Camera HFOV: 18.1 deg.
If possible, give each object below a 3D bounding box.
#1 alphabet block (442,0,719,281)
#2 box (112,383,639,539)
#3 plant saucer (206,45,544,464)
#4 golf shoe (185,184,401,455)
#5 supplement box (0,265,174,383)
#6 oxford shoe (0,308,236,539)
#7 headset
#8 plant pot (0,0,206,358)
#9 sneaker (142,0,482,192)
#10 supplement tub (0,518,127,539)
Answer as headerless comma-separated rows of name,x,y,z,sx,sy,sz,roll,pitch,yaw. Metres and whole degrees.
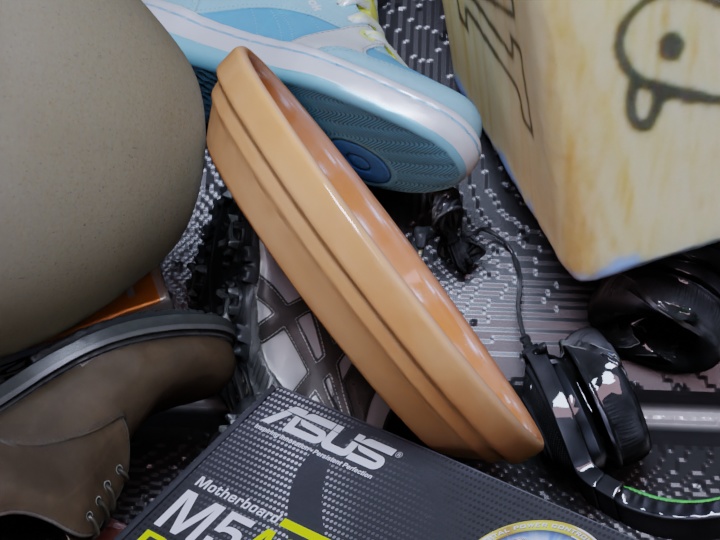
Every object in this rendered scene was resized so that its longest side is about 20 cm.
alphabet block,0.137,-0.148,0.953,0.195,0.200,0.196,-18,36,-7
box,-0.007,0.135,0.824,0.200,0.044,0.160,21,53,37
plant saucer,0.000,0.000,0.897,0.037,0.200,0.200,-38,73,4
golf shoe,-0.025,0.038,0.997,0.094,0.078,0.200,5,68,-20
supplement box,-0.172,-0.042,1.016,0.126,0.074,0.200,-20,71,-7
oxford shoe,-0.120,0.075,0.888,0.200,0.073,0.085,-25,78,-38
headset,0.112,0.030,0.979,0.200,0.094,0.124,33,72,29
plant pot,-0.141,-0.051,0.897,0.134,0.200,0.201,5,65,-34
sneaker,-0.007,-0.118,1.019,0.200,0.080,0.131,23,66,31
supplement tub,-0.126,0.172,0.917,0.107,0.107,0.200,-14,68,-5
